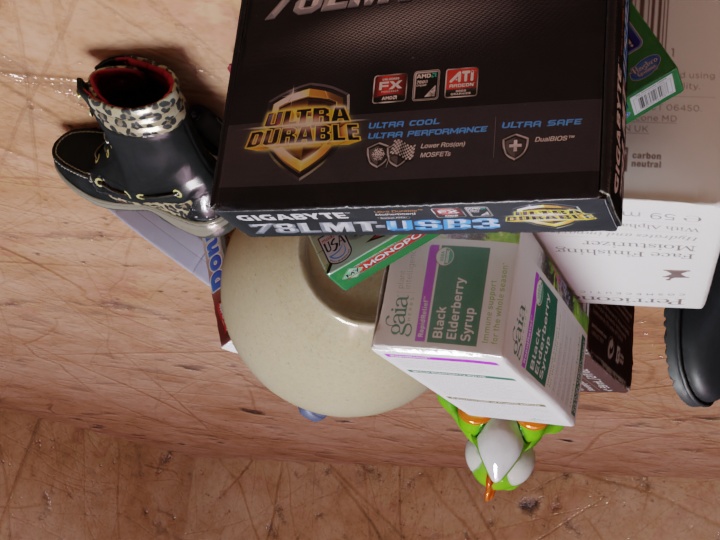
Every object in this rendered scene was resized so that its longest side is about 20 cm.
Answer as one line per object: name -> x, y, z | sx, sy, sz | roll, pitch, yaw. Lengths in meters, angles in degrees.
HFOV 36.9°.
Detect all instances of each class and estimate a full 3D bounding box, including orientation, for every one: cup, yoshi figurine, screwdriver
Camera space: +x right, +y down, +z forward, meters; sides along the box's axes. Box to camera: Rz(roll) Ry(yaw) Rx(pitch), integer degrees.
cup -> 0.000, 0.000, 0.774 | 0.199, 0.201, 0.143 | 8, 168, -6
yoshi figurine -> 0.134, 0.132, 0.988 | 0.112, 0.113, 0.200 | -31, 152, -13
screwdriver -> -0.101, -0.093, 0.964 | 0.029, 0.028, 0.200 | 30, 173, 31

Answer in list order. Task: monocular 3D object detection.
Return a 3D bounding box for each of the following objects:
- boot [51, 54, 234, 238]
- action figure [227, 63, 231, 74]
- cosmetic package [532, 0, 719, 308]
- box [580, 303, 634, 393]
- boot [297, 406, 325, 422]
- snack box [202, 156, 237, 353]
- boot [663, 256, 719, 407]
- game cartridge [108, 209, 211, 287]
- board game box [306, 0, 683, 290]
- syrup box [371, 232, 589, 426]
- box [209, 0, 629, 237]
boot -> -0.195, -0.114, 0.878 | 0.203, 0.074, 0.154 | 21, 152, 28
action figure -> -0.041, -0.126, 0.710 | 0.200, 0.134, 0.149 | 26, 144, 48
cosmetic package -> 0.141, -0.083, 0.669 | 0.164, 0.166, 0.200 | 3, 163, 15
box -> 0.141, 0.018, 1.007 | 0.199, 0.165, 0.166 | -2, 162, 28
boot -> -0.020, 0.062, 1.149 | 0.090, 0.200, 0.073 | -30, 124, 35
snack box -> -0.106, -0.014, 0.953 | 0.024, 0.201, 0.072 | -34, 144, 27
boot -> 0.333, 0.011, 0.850 | 0.168, 0.201, 0.076 | -2, 166, 45
game cartridge -> -0.163, -0.021, 1.059 | 0.200, 0.041, 0.133 | 34, 175, 31
board game box -> 0.046, -0.097, 0.570 | 0.200, 0.135, 0.029 | -31, 154, 10
syrup box -> 0.082, 0.037, 0.669 | 0.081, 0.079, 0.200 | 3, 163, 23
box -> 0.033, -0.118, 0.539 | 0.199, 0.199, 0.050 | 0, 164, 23
